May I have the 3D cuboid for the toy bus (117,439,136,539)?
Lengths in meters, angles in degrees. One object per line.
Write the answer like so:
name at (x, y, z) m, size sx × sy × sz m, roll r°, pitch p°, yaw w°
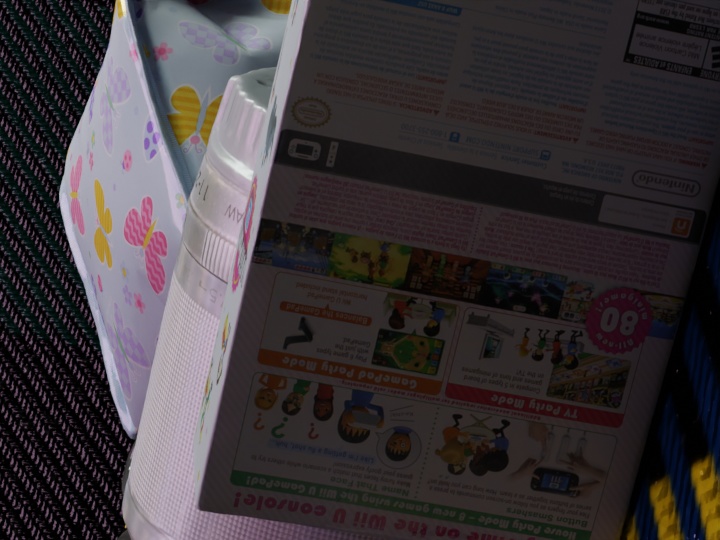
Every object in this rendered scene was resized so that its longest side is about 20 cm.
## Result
toy bus at (-0.061, 0.146, 1.308) m, size 0.192 × 0.135 × 0.201 m, roll -49°, pitch 26°, yaw 49°

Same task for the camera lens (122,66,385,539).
camera lens at (0.000, 0.038, 0.850) m, size 0.160 × 0.158 × 0.202 m, roll -104°, pitch 27°, yaw -72°

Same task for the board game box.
board game box at (0.034, -0.010, 0.719) m, size 0.064 × 0.146 × 0.202 m, roll -111°, pitch 34°, yaw -71°

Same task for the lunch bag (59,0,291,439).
lunch bag at (-0.067, -0.050, 1.024) m, size 0.201 × 0.126 × 0.170 m, roll 67°, pitch 151°, yaw 27°
